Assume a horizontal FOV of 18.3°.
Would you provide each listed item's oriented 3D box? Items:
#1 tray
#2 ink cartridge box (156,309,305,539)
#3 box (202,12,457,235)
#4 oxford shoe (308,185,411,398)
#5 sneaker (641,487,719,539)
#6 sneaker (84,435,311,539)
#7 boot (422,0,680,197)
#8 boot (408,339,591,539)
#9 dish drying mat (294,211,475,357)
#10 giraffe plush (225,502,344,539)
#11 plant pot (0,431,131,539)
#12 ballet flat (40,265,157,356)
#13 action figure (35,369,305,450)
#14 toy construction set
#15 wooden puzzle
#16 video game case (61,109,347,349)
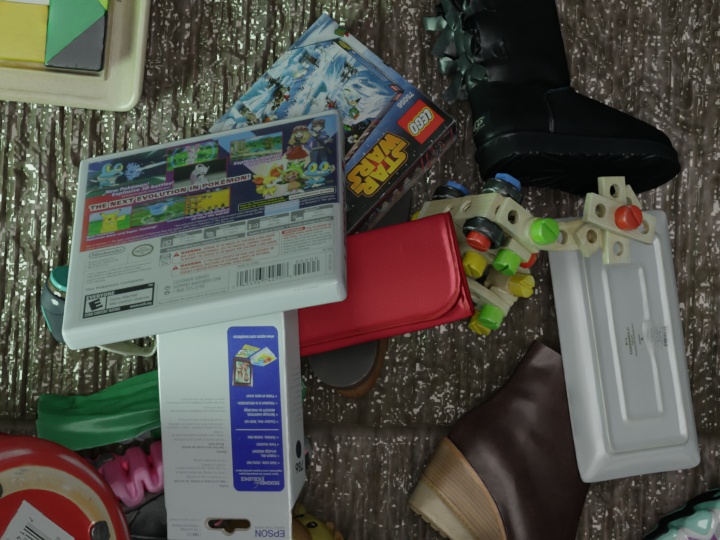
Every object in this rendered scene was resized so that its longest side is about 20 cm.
[{"bbox_3d":[0.203,0.055,1.690,0.107,0.022,0.201,-5,85,-24],"label":"tray"},{"bbox_3d":[-0.092,0.095,1.584,0.099,0.039,0.201,0,93,16],"label":"ink cartridge box"},{"bbox_3d":[-0.043,-0.077,1.663,0.137,0.040,0.200,41,79,17],"label":"box"},{"bbox_3d":[0.000,0.000,1.689,0.071,0.071,0.201,7,73,15],"label":"oxford shoe"},{"bbox_3d":[0.319,0.222,1.690,0.199,0.078,0.140,-26,90,-2],"label":"sneaker"},{"bbox_3d":[-0.130,0.174,1.683,0.199,0.079,0.096,-15,112,-2],"label":"sneaker"},{"bbox_3d":[0.145,-0.143,1.681,0.198,0.073,0.163,3,63,-34],"label":"boot"},{"bbox_3d":[0.153,0.173,1.687,0.200,0.072,0.166,42,84,-7],"label":"boot"},{"bbox_3d":[-0.021,0.018,1.584,0.199,0.018,0.077,-14,91,19],"label":"dish drying mat"},{"bbox_3d":[-0.075,0.242,1.630,0.172,0.200,0.162,40,82,24],"label":"giraffe plush"},{"bbox_3d":[-0.265,0.207,1.541,0.200,0.182,0.201,3,86,-37],"label":"plant pot"},{"bbox_3d":[-0.142,0.032,1.680,0.199,0.073,0.073,0,90,-14],"label":"ballet flat"},{"bbox_3d":[-0.139,0.104,1.660,0.199,0.118,0.055,-11,112,-4],"label":"action figure"},{"bbox_3d":[0.112,-0.016,1.619,0.131,0.200,0.092,37,54,-26],"label":"toy construction set"},{"bbox_3d":[-0.257,-0.221,1.688,0.199,0.037,0.186,5,90,-2],"label":"wooden puzzle"},{"bbox_3d":[-0.108,-0.031,1.578,0.199,0.183,0.023,-11,134,9],"label":"video game case"}]
